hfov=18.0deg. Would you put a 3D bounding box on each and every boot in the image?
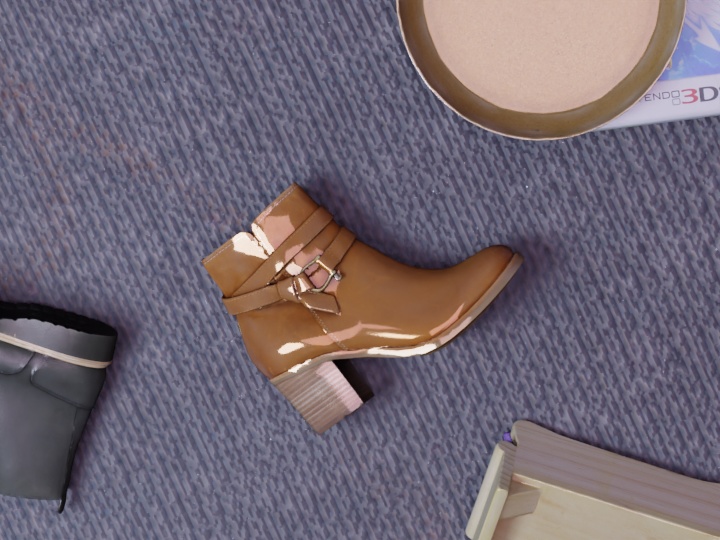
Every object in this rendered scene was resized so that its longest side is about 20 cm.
[{"bbox_3d":[0.000,0.000,1.596,0.199,0.074,0.155,-35,88,0],"label":"boot"},{"bbox_3d":[-0.284,0.086,1.607,0.198,0.077,0.140,15,99,1],"label":"boot"}]

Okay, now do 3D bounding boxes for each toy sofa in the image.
[{"bbox_3d":[0.178,0.188,1.608,0.198,0.098,0.083,17,119,0],"label":"toy sofa"}]

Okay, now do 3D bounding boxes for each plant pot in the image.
[{"bbox_3d":[0.123,-0.190,1.559,0.198,0.027,0.202,0,95,5],"label":"plant pot"}]

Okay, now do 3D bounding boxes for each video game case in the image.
[{"bbox_3d":[0.207,-0.203,1.590,0.180,0.045,0.202,-7,94,1],"label":"video game case"}]
